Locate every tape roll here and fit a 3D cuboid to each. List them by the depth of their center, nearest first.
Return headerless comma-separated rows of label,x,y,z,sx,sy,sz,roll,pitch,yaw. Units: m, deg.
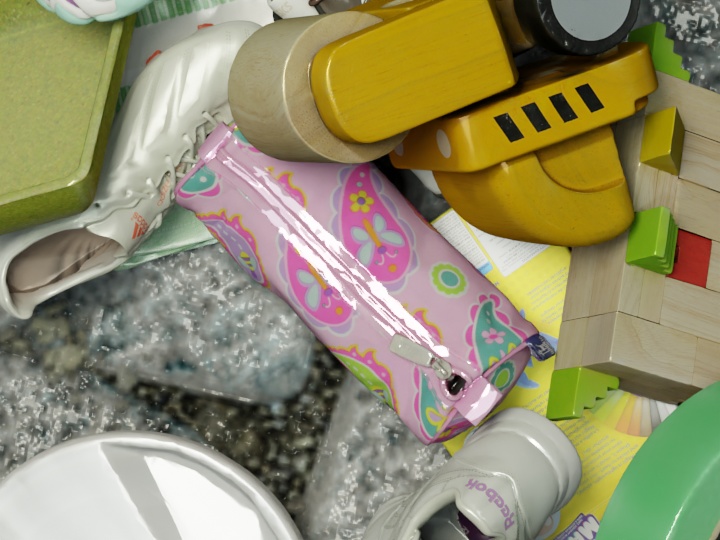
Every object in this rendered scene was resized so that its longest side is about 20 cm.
tape roll,0.201,0.152,1.199,0.200,0.048,0.201,-11,109,-34

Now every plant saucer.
plant saucer,-0.198,-0.081,1.250,0.199,0.048,0.200,-14,45,23

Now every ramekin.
ramekin,-0.114,0.181,1.279,0.201,0.094,0.203,0,91,8

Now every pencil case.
pencil case,0.000,0.000,1.222,0.200,0.087,0.087,45,96,9

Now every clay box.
clay box,0.091,0.059,1.274,0.115,0.048,0.200,-35,87,7

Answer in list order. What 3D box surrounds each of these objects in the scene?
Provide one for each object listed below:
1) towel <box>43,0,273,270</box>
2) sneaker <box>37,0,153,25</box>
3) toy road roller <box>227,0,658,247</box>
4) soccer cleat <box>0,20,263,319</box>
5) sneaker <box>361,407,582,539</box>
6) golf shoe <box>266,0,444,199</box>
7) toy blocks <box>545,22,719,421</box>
towel,-0.092,-0.115,1.307,0.152,0.023,0.201,-16,89,7
sneaker,-0.173,-0.207,1.208,0.078,0.140,0.200,-44,41,-15
toy road roller,0.050,-0.071,1.165,0.199,0.123,0.147,-21,100,-20
soccer cleat,-0.116,-0.049,1.257,0.200,0.078,0.069,-39,129,10
sneaker,0.031,0.148,1.227,0.075,0.100,0.200,41,133,8
golf shoe,-0.003,-0.123,1.254,0.094,0.078,0.201,-17,80,-31
toy blocks,0.178,-0.007,1.234,0.136,0.100,0.201,17,74,-27
